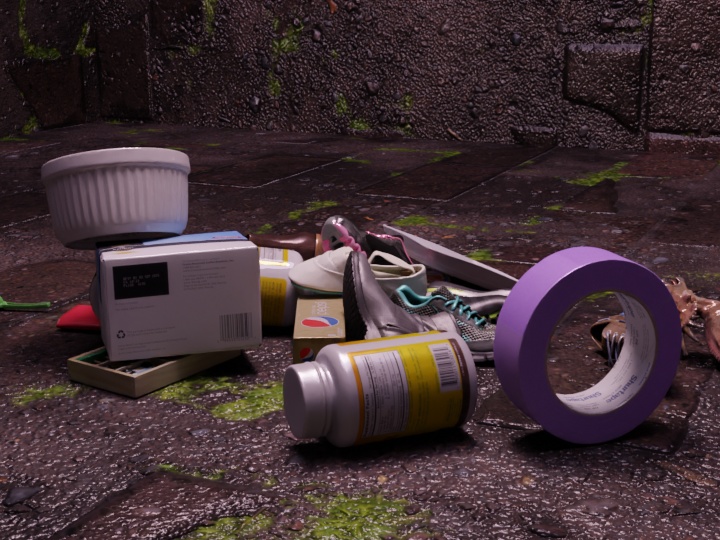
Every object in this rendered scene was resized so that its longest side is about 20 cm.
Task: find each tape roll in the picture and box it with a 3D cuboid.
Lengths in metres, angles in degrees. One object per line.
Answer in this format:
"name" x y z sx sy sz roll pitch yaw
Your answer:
"tape roll" 0.245 0.080 1.231 0.196 0.204 0.066 -5 15 -19

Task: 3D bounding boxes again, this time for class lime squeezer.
"lime squeezer" -0.572 0.029 1.754 0.198 0.071 0.038 31 -1 2

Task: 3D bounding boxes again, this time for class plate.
"plate" 0.148 -0.012 1.837 0.197 0.033 0.199 20 4 -25

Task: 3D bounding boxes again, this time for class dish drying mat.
"dish drying mat" -0.335 0.075 1.653 0.196 0.019 0.077 4 16 14

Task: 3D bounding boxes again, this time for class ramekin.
"ramekin" -0.321 -0.091 1.524 0.196 0.107 0.200 -7 -4 0

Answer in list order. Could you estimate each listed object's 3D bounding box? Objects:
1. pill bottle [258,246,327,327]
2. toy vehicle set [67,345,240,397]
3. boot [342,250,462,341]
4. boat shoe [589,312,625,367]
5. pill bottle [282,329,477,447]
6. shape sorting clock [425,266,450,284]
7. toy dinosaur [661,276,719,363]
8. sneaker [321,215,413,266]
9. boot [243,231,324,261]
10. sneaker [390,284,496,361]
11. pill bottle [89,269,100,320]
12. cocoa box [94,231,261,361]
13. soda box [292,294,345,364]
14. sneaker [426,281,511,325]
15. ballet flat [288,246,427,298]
"pill bottle" -0.141 0.023 1.640 0.196 0.113 0.111 5 13 -6
"toy vehicle set" -0.264 0.112 1.481 0.123 0.027 0.199 9 17 33
"boot" 0.053 0.063 1.448 0.129 0.070 0.203 -5 59 -16
"boat shoe" 0.342 0.099 1.446 0.071 0.074 0.200 -6 4 -3
"pill bottle" 0.020 0.129 1.236 0.197 0.111 0.109 -6 15 -22
"shape sorting clock" 0.045 0.019 1.815 0.196 0.040 0.200 0 14 0
"toy dinosaur" 0.470 0.087 1.462 0.133 0.087 0.201 -14 33 -10
"sneaker" 0.023 -0.024 1.668 0.078 0.200 0.096 -4 49 49
"boot" -0.117 -0.024 1.771 0.163 0.074 0.200 7 -12 -16
"sneaker" 0.119 0.066 1.516 0.196 0.093 0.077 5 16 20
"pill bottle" -0.328 0.009 1.652 0.104 0.108 0.200 -2 16 -5
"cocoa box" -0.236 0.029 1.472 0.196 0.136 0.131 -5 12 -17
"soda box" -0.053 0.088 1.496 0.066 0.065 0.200 -1 15 -1
"sneaker" 0.159 0.073 1.589 0.197 0.073 0.083 6 39 28
"ballet flat" 0.000 0.000 1.583 0.196 0.071 0.070 9 13 -8
